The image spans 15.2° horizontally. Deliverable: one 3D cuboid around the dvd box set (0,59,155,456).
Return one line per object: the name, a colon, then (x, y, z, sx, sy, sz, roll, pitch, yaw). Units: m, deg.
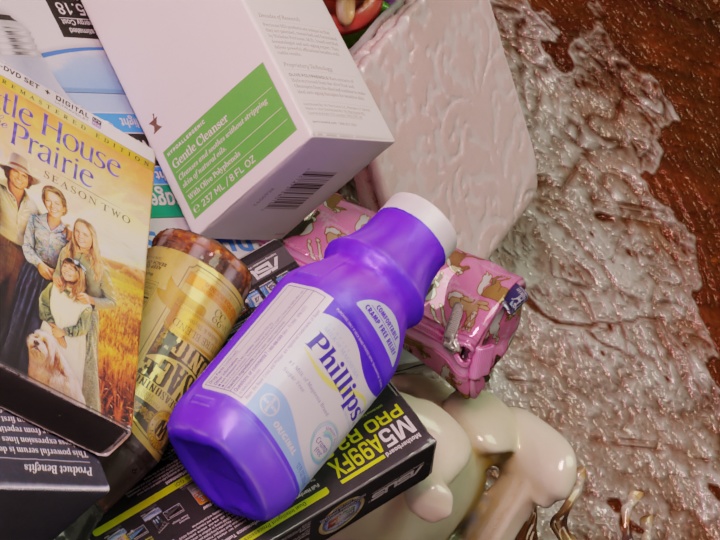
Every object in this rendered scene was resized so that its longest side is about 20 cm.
dvd box set: (-0.173, -0.017, 1.364, 0.146, 0.029, 0.201, 30, 39, -27)

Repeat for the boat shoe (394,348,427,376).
boat shoe: (0.009, 0.038, 1.741, 0.200, 0.066, 0.072, -8, 69, -58)

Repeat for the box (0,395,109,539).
box: (-0.236, 0.061, 1.379, 0.107, 0.148, 0.201, 7, 53, -44)

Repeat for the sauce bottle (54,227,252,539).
sauce bottle: (-0.126, 0.073, 1.441, 0.066, 0.066, 0.201, 35, 68, -21)

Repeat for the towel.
towel: (0.048, -0.084, 1.730, 0.200, 0.032, 0.192, -49, 129, -49)

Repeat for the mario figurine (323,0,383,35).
mario figurine: (-0.009, -0.223, 1.663, 0.200, 0.105, 0.124, 72, 26, -65)

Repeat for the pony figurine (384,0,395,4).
pony figurine: (-0.011, -0.186, 1.882, 0.199, 0.167, 0.193, 16, 34, -25)

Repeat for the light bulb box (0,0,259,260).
light bulb box: (-0.193, -0.052, 1.555, 0.198, 0.125, 0.201, -3, 59, -50)

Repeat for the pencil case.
pencil case: (0.000, 0.000, 1.619, 0.199, 0.087, 0.083, 27, 68, 8)

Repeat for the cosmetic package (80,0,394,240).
cosmetic package: (-0.078, -0.128, 1.554, 0.085, 0.108, 0.201, 0, 56, -53)

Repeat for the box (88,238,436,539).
box: (-0.083, 0.094, 1.496, 0.200, 0.044, 0.160, -30, 66, -21)

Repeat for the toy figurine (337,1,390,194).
toy figurine: (-0.062, -0.083, 1.751, 0.199, 0.150, 0.184, 25, 46, 3)

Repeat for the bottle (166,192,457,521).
bottle: (-0.020, 0.041, 1.459, 0.200, 0.065, 0.084, -50, 130, -28)

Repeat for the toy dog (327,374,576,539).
toy dog: (0.001, 0.110, 1.614, 0.199, 0.140, 0.194, 10, 37, -43)

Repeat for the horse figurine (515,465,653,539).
horse figurine: (0.151, 0.199, 1.760, 0.200, 0.050, 0.133, 28, 56, -41)
